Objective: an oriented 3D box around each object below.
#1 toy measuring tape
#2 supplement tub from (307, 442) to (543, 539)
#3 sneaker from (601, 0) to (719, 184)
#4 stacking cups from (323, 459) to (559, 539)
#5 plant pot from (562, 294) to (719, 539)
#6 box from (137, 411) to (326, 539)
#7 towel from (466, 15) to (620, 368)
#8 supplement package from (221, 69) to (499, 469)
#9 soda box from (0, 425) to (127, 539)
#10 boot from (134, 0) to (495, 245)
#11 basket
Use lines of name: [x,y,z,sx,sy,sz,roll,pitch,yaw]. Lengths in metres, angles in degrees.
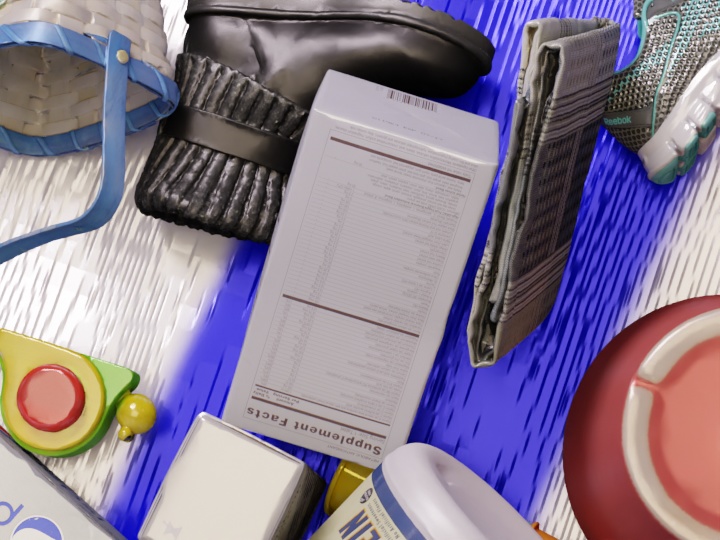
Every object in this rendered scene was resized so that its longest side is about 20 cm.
toy measuring tape: [-0.225,0.072,1.320,0.200,0.074,0.074,17,83,7]
supplement tub: [0.011,0.212,1.189,0.145,0.145,0.200,44,98,9]
sneaker: [0.216,-0.156,1.318,0.091,0.078,0.200,37,85,13]
stacking cups: [0.076,0.169,1.274,0.200,0.061,0.061,29,85,15]
plant pot: [0.218,0.101,1.227,0.200,0.177,0.201,-1,82,4]
box: [-0.071,0.139,1.230,0.068,0.200,0.082,25,84,6]
towel: [0.103,-0.052,1.226,0.034,0.200,0.193,15,103,13]
supplement package: [0.000,0.000,1.249,0.114,0.110,0.200,18,107,-1]
soda box: [-0.221,0.146,1.310,0.200,0.063,0.068,40,85,8]
boot: [-0.029,-0.089,1.322,0.211,0.079,0.158,7,78,12]
basket: [-0.201,-0.102,1.289,0.176,0.139,0.200,-19,64,40]
